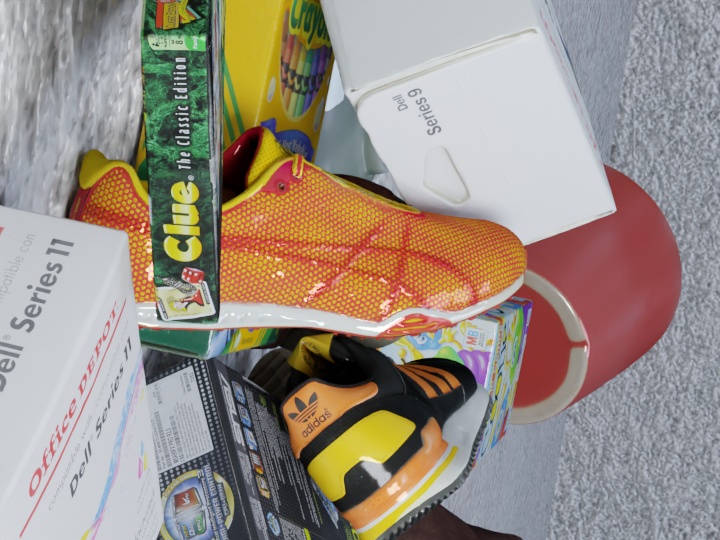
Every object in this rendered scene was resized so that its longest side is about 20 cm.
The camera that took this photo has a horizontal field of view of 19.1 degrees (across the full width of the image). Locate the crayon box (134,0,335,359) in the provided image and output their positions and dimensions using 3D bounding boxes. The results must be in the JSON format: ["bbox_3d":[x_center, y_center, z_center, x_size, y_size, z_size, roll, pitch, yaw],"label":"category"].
[{"bbox_3d":[-0.052,-0.067,0.925,0.126,0.051,0.201,-8,110,-79],"label":"crayon box"}]

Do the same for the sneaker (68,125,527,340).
[{"bbox_3d":[-0.016,-0.015,0.840,0.073,0.199,0.077,23,-71,57],"label":"sneaker"}]

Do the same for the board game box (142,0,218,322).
[{"bbox_3d":[-0.058,-0.084,0.719,0.200,0.023,0.105,-94,-178,-54],"label":"board game box"}]

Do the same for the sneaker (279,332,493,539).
[{"bbox_3d":[0.007,0.058,0.998,0.070,0.090,0.200,-39,-174,11],"label":"sneaker"}]

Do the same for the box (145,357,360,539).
[{"bbox_3d":[-0.030,0.152,0.945,0.160,0.044,0.201,40,30,-60],"label":"box"}]

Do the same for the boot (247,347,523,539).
[{"bbox_3d":[0.022,0.141,1.153,0.166,0.072,0.201,12,50,-44],"label":"boot"}]

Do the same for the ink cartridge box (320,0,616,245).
[{"bbox_3d":[0.035,-0.124,0.932,0.145,0.087,0.201,56,19,-54],"label":"ink cartridge box"}]

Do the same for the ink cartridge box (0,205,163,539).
[{"bbox_3d":[-0.117,0.060,0.679,0.200,0.067,0.117,89,16,-49],"label":"ink cartridge box"}]

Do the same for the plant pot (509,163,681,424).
[{"bbox_3d":[0.147,0.026,1.764,0.177,0.200,0.201,-41,143,-57],"label":"plant pot"}]

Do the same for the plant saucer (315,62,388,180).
[{"bbox_3d":[0.001,-0.109,1.165,0.200,0.050,0.201,12,90,-79],"label":"plant saucer"}]

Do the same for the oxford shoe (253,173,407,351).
[{"bbox_3d":[0.000,0.000,1.014,0.200,0.074,0.071,157,-58,-70],"label":"oxford shoe"}]

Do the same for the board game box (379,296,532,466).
[{"bbox_3d":[0.049,0.067,1.465,0.200,0.103,0.105,-17,118,-78],"label":"board game box"}]
